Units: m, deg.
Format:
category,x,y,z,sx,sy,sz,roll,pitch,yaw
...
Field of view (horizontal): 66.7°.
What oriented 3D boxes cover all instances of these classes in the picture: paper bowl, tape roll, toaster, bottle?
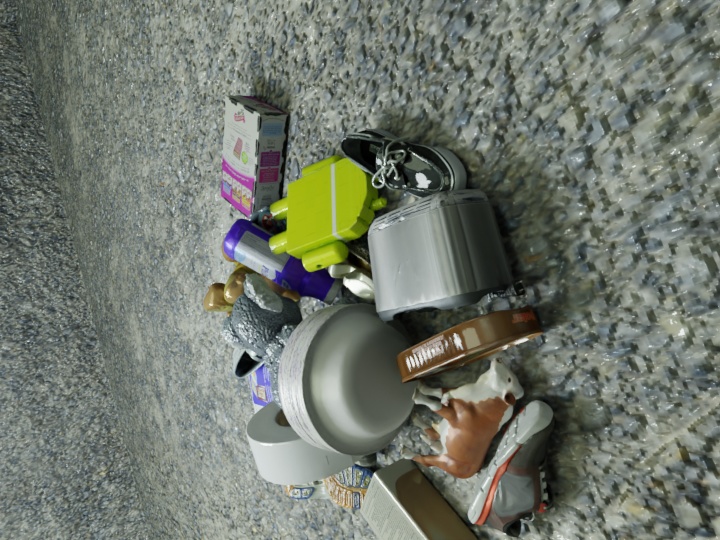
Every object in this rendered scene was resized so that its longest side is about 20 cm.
category,x,y,z,sx,sy,sz,roll,pitch,yaw
paper bowl,-0.001,0.145,0.735,0.104,0.201,0.201,-9,92,49
tape roll,-0.075,0.249,0.863,0.202,0.202,0.071,-2,107,52
toaster,0.093,-0.016,0.652,0.200,0.114,0.129,-18,83,53
bottle,-0.125,-0.010,0.897,0.200,0.065,0.084,30,163,-1

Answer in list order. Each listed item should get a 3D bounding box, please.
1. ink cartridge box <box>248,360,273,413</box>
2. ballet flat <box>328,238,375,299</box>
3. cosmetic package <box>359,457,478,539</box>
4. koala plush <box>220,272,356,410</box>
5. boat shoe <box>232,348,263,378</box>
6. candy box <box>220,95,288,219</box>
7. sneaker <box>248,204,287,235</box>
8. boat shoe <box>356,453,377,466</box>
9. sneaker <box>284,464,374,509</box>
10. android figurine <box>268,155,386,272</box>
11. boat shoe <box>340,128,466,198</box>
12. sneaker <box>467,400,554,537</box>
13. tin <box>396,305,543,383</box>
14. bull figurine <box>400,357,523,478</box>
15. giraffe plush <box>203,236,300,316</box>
category,x,y,z,sx,sy,sz,roll,pitch,yaw
ink cartridge box,-0.161,0.279,1.117,0.200,0.043,0.198,-6,94,55
ballet flat,0.000,0.000,0.803,0.200,0.075,0.068,35,136,42
cosmetic package,0.093,0.387,0.798,0.200,0.071,0.105,44,131,36
koala plush,-0.120,0.101,0.849,0.200,0.184,0.177,40,134,1
boat shoe,-0.193,0.149,1.071,0.201,0.070,0.072,-46,32,37
candy box,-0.201,-0.210,1.017,0.136,0.061,0.200,37,128,41
sneaker,-0.123,-0.077,0.924,0.200,0.095,0.079,2,101,52
boat shoe,-0.047,0.296,0.953,0.200,0.071,0.064,-3,103,53
sneaker,-0.035,0.373,0.970,0.200,0.088,0.075,-4,73,32
android figurine,-0.050,-0.092,0.812,0.200,0.041,0.182,-19,60,27
boat shoe,0.048,-0.140,0.710,0.199,0.068,0.074,41,130,38
sneaker,0.196,0.238,0.645,0.082,0.077,0.200,25,124,15
tin,0.123,0.090,0.646,0.200,0.112,0.042,-37,61,49
bull figurine,0.124,0.187,0.683,0.121,0.065,0.200,16,124,12
giraffe plush,-0.203,-0.009,1.031,0.200,0.172,0.162,87,174,-77
